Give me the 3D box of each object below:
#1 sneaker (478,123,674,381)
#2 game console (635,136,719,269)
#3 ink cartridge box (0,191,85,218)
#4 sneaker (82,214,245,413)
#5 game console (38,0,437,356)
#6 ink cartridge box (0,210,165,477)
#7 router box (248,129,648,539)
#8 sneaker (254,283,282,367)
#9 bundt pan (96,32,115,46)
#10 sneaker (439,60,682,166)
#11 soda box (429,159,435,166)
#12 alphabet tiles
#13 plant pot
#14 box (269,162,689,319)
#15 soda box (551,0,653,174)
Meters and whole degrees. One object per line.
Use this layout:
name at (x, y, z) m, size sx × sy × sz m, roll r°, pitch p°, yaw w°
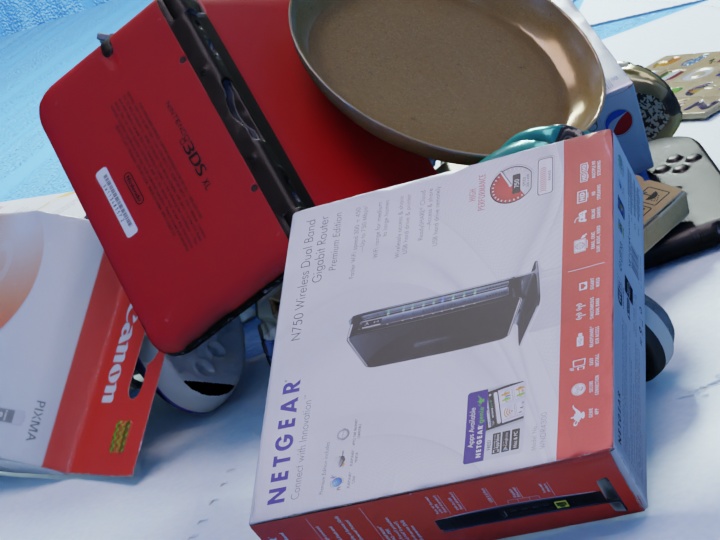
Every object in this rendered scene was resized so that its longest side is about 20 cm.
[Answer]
sneaker at (0.117, -0.016, 1.085) m, size 0.121 × 0.084 × 0.200 m, roll -42°, pitch 42°, yaw -22°
game console at (0.132, -0.026, 1.258) m, size 0.199 × 0.031 × 0.177 m, roll -20°, pitch 16°, yaw 4°
ink cartridge box at (-0.247, 0.002, 1.535) m, size 0.199 × 0.086 × 0.147 m, roll -7°, pitch 21°, yaw 43°
sneaker at (-0.152, 0.054, 1.296) m, size 0.080 × 0.147 × 0.200 m, roll 9°, pitch 38°, yaw -36°
game console at (-0.067, -0.061, 1.195) m, size 0.172 × 0.200 × 0.119 m, roll -37°, pitch -28°, yaw 14°
ink cartridge box at (-0.192, 0.043, 1.229) m, size 0.200 × 0.050 × 0.163 m, roll -5°, pitch 66°, yaw 51°
router box at (0.046, 0.039, 0.965) m, size 0.179 × 0.049 × 0.201 m, roll -14°, pitch 45°, yaw 21°
sneaker at (0.000, 0.000, 1.274) m, size 0.085 × 0.077 × 0.200 m, roll -3°, pitch 33°, yaw 16°
bundt pan at (-0.095, -0.105, 1.399) m, size 0.201 × 0.076 × 0.202 m, roll 15°, pitch 1°, yaw 0°
sneaker at (0.132, -0.082, 1.398) m, size 0.199 × 0.077 × 0.089 m, roll -15°, pitch 28°, yaw 37°
soda box at (-0.051, -0.082, 1.262) m, size 0.199 × 0.068 × 0.064 m, roll -14°, pitch -14°, yaw -11°
alphabet tiles at (0.227, -0.136, 1.547) m, size 0.166 × 0.006 × 0.200 m, roll -31°, pitch 19°, yaw -31°
plant pot at (0.051, -0.127, 1.216) m, size 0.199 × 0.028 × 0.201 m, roll 10°, pitch 42°, yaw -9°
box at (0.070, -0.009, 1.179) m, size 0.163 × 0.021 × 0.200 m, roll 19°, pitch 45°, yaw 40°
soda box at (0.127, -0.131, 1.333) m, size 0.063 × 0.068 × 0.200 m, roll -21°, pitch 35°, yaw 0°
